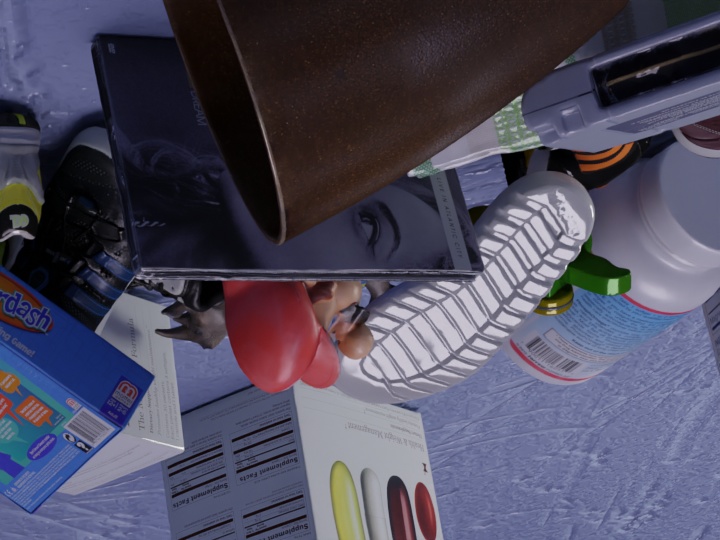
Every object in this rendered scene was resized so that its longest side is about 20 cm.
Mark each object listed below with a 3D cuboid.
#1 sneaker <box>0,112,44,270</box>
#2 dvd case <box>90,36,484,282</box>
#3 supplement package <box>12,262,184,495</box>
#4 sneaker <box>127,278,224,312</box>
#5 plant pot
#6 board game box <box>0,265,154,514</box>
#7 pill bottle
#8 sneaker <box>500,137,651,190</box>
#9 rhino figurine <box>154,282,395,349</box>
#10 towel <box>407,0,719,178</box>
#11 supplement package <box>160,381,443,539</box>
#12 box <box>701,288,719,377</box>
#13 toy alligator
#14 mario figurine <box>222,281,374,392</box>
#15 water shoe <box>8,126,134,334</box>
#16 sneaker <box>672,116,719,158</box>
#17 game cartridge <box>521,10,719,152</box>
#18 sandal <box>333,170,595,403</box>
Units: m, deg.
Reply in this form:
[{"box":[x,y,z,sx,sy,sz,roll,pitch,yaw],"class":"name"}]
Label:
[{"box":[-0.244,-0.021,1.311,0.075,0.077,0.200,0,157,-28],"class":"sneaker"},{"box":[-0.039,-0.060,1.207,0.199,0.149,0.016,1,148,-25],"class":"dvd case"},{"box":[-0.228,0.070,1.486,0.109,0.114,0.200,-23,154,31],"class":"supplement package"},{"box":[-0.123,-0.011,1.374,0.200,0.088,0.076,-24,156,33],"class":"sneaker"},{"box":[0.019,-0.135,1.050,0.199,0.187,0.187,-21,160,-10],"class":"plant pot"},{"box":[-0.237,0.047,1.291,0.200,0.045,0.152,36,143,-11],"class":"board game box"},{"box":[0.177,-0.007,1.484,0.108,0.109,0.200,3,155,-30],"class":"pill bottle"},{"box":[0.138,-0.097,1.310,0.090,0.070,0.200,-9,164,-10],"class":"sneaker"},{"box":[-0.059,0.007,1.476,0.200,0.060,0.087,-22,136,29],"class":"rhino figurine"},{"box":[0.101,-0.130,1.166,0.199,0.031,0.150,-14,127,7],"class":"towel"},{"box":[-0.041,0.214,1.805,0.147,0.201,0.191,-23,155,30],"class":"supplement package"},{"box":[0.319,0.023,1.496,0.105,0.201,0.184,-4,157,-19],"class":"box"},{"box":[0.074,-0.015,1.385,0.199,0.054,0.059,6,125,16],"class":"toy alligator"},{"box":[0.000,0.000,1.298,0.106,0.200,0.124,17,143,27],"class":"mario figurine"},{"box":[-0.175,0.004,1.326,0.071,0.079,0.200,31,133,8],"class":"water shoe"},{"box":[0.255,-0.125,1.280,0.199,0.076,0.115,-20,153,25],"class":"sneaker"},{"box":[0.189,-0.105,1.101,0.199,0.041,0.133,-18,171,20],"class":"game cartridge"},{"box":[0.063,0.010,1.345,0.203,0.050,0.082,-39,118,22],"class":"sandal"}]
